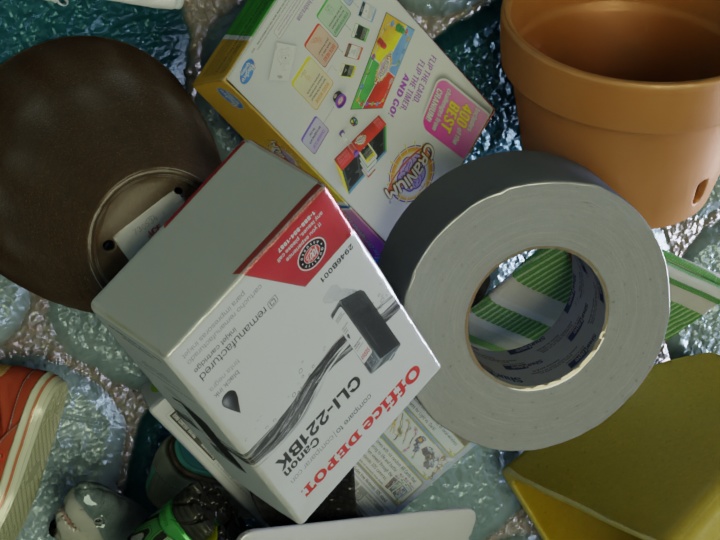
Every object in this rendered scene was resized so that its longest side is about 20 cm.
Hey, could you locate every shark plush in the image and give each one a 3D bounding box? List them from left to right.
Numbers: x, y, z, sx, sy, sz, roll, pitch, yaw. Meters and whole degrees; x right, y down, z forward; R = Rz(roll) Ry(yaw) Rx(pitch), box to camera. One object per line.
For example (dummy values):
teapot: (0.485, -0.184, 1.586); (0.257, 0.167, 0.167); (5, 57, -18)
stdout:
shark plush: (-0.134, 0.208, 1.478); (0.199, 0.091, 0.084); (23, 113, -22)

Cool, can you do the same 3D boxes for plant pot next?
plant pot: (-0.160, -0.045, 1.345); (0.186, 0.200, 0.188); (-7, 108, -21)
plant pot: (0.196, -0.123, 1.489); (0.199, 0.200, 0.141); (-10, 126, -20)
plant pot: (0.272, 0.181, 1.604); (0.200, 0.195, 0.195); (-44, 124, -19)

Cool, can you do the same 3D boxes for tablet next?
tablet: (-0.015, 0.228, 1.444); (0.199, 0.014, 0.131); (-2, 123, -34)

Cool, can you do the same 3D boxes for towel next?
towel: (0.160, 0.037, 1.540); (0.152, 0.024, 0.200); (22, 138, -26)

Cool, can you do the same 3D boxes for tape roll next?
tape roll: (0.112, 0.022, 1.411); (0.199, 0.066, 0.202); (-6, 112, -16)

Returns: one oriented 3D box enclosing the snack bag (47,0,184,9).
snack bag: (-0.192, -0.271, 1.363); (0.199, 0.021, 0.190); (7, 102, -25)

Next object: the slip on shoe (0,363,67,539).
slip on shoe: (-0.268, 0.156, 1.444); (0.061, 0.074, 0.201); (24, 104, 8)

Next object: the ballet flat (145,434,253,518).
ballet flat: (-0.068, 0.166, 1.536); (0.199, 0.068, 0.064); (13, 128, -25)

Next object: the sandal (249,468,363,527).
sandal: (-0.032, 0.165, 1.439); (0.075, 0.045, 0.201); (-24, 130, -2)

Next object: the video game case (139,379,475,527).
video game case: (-0.026, 0.096, 1.457); (0.181, 0.045, 0.200); (-41, 116, 1)

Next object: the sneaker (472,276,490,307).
sneaker: (0.000, 0.000, 1.513); (0.198, 0.083, 0.072); (-9, 154, -5)

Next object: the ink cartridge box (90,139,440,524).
ink cartridge box: (-0.054, 0.042, 1.273); (0.144, 0.084, 0.200); (-47, 138, -13)

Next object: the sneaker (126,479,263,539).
sneaker: (-0.102, 0.220, 1.457); (0.085, 0.078, 0.200); (-29, 137, 11)

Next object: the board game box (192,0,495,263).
board game box: (-0.007, -0.122, 1.443); (0.200, 0.040, 0.153); (46, 61, -27)
